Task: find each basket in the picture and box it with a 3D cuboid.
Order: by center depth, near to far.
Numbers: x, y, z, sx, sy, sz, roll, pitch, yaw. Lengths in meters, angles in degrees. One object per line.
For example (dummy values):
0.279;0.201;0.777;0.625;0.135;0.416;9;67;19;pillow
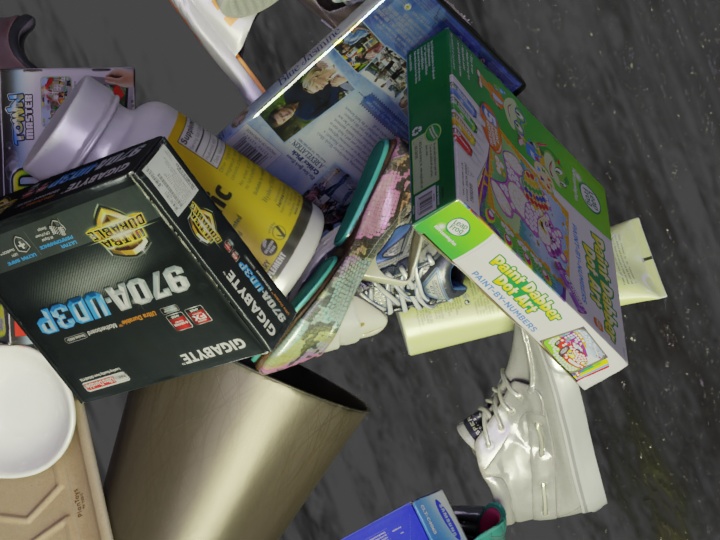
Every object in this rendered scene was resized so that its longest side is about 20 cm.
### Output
-0.117;0.154;1.598;0.180;0.136;0.200;26;94;-2;basket

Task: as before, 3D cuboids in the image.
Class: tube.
0.126;0.017;1.633;0.200;0.052;0.058;-16;96;0;tube

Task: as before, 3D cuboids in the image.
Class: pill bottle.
-0.135;-0.050;1.534;0.200;0.111;0.111;34;91;-13;pill bottle

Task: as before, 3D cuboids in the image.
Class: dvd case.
0.006;-0.115;1.592;0.200;0.018;0.143;-41;125;13;dvd case

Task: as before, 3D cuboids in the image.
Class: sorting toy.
-0.273;0.206;1.594;0.200;0.036;0.185;-25;53;10;sorting toy

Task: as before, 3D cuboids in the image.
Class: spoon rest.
-0.301;0.117;1.593;0.200;0.061;0.099;-17;94;20;spoon rest

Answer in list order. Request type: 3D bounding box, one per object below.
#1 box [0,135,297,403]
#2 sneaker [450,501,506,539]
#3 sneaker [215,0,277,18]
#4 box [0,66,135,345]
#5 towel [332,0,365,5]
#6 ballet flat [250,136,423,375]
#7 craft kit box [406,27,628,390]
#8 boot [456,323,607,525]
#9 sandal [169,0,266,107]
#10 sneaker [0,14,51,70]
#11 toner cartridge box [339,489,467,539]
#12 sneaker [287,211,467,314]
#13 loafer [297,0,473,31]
-0.164;0.004;1.477;0.200;0.046;0.159;-16;119;41;box
0.098;0.238;1.612;0.200;0.084;0.121;22;115;1;sneaker
-0.050;-0.279;1.522;0.200;0.073;0.114;-32;68;32;sneaker
-0.218;-0.049;1.578;0.110;0.035;0.200;-3;94;-32;box
0.032;-0.300;1.594;0.171;0.048;0.200;-14;73;-15;towel
0.000;0.000;1.531;0.071;0.069;0.200;33;76;-9;ballet flat
0.110;-0.045;1.527;0.049;0.200;0.198;-29;126;23;craft kit box
0.117;0.104;1.602;0.096;0.074;0.200;-15;113;4;boot
-0.088;-0.177;1.622;0.059;0.079;0.207;-37;99;-1;sandal
-0.239;-0.103;1.622;0.082;0.077;0.200;-23;92;-6;sneaker
-0.001;0.245;1.583;0.200;0.043;0.095;-32;80;34;toner cartridge box
0.032;-0.005;1.588;0.200;0.077;0.085;-39;51;-11;sneaker
0.006;-0.200;1.621;0.200;0.068;0.076;33;91;0;loafer
